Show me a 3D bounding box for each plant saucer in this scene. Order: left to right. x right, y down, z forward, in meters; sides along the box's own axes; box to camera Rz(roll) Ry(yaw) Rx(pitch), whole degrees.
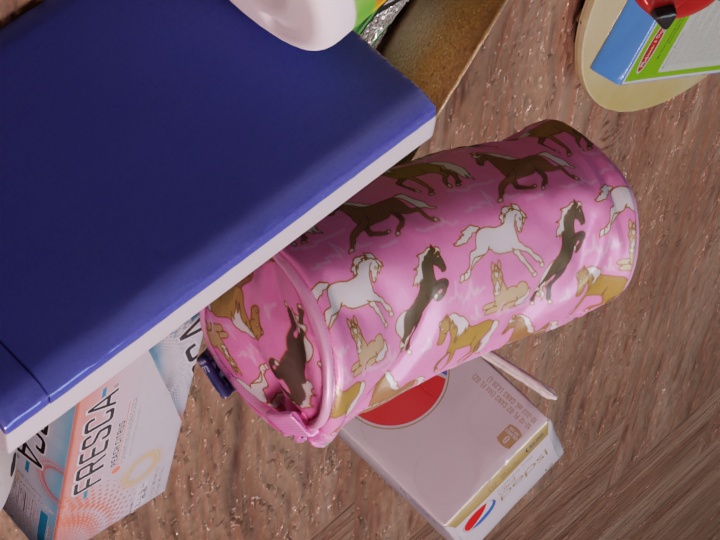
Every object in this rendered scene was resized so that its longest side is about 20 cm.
[{"bbox_3d":[0.037,-0.108,0.995,0.200,0.035,0.200,-60,-179,2],"label":"plant saucer"}]

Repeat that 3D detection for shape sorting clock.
[{"bbox_3d":[0.193,-0.174,1.257,0.200,0.039,0.200,-37,153,-22],"label":"shape sorting clock"}]

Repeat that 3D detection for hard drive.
[{"bbox_3d":[-0.090,-0.040,0.804,0.200,0.132,0.025,-38,157,-24],"label":"hard drive"}]

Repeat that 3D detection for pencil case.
[{"bbox_3d":[0.029,0.002,0.908,0.200,0.083,0.087,-23,150,-41],"label":"pencil case"}]

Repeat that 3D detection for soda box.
[{"bbox_3d":[-0.111,0.035,0.921,0.068,0.064,0.200,-32,157,-32],"label":"soda box"},{"bbox_3d":[-0.003,0.033,1.013,0.068,0.200,0.064,-45,160,-6],"label":"soda box"}]

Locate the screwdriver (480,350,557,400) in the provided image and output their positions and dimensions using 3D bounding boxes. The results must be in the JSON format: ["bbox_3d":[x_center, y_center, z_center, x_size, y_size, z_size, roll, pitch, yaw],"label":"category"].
[{"bbox_3d":[0.000,0.000,0.966,0.028,0.200,0.029,-56,168,-11],"label":"screwdriver"}]

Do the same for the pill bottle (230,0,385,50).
[{"bbox_3d":[0.022,-0.181,0.799,0.200,0.111,0.111,-43,159,-13],"label":"pill bottle"}]

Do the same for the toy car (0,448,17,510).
[{"bbox_3d":[-0.178,0.102,0.867,0.184,0.177,0.200,7,112,-52],"label":"toy car"}]

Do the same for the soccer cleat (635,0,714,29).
[{"bbox_3d":[0.130,-0.204,1.050,0.069,0.085,0.200,-21,135,4],"label":"soccer cleat"}]

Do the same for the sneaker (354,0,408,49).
[{"bbox_3d":[-0.013,-0.125,0.912,0.200,0.078,0.085,-50,174,16],"label":"sneaker"}]
